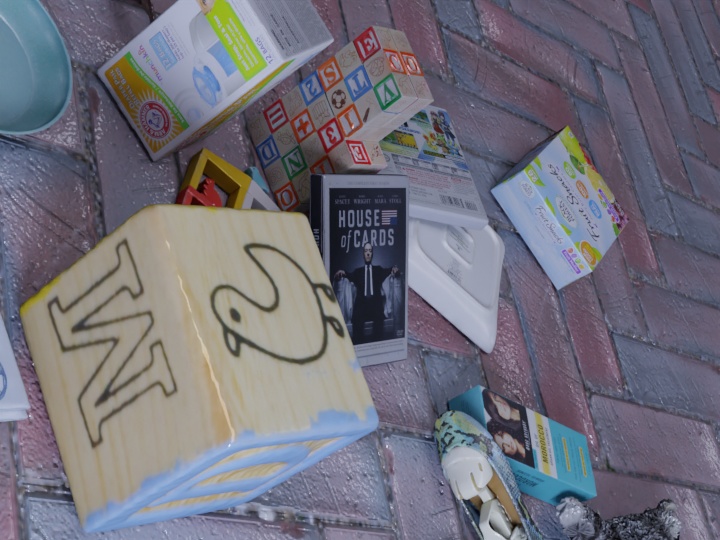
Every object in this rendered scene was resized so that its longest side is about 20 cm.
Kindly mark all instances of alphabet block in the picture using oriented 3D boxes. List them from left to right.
[{"bbox_3d":[-0.135,0.080,1.121,0.195,0.196,0.202,1,63,-53],"label":"alphabet block"}]

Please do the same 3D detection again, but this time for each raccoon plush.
[{"bbox_3d":[0.317,0.293,1.608,0.200,0.096,0.134,52,27,-22],"label":"raccoon plush"}]

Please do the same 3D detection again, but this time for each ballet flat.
[{"bbox_3d":[0.135,0.243,1.439,0.201,0.074,0.074,57,34,2],"label":"ballet flat"}]

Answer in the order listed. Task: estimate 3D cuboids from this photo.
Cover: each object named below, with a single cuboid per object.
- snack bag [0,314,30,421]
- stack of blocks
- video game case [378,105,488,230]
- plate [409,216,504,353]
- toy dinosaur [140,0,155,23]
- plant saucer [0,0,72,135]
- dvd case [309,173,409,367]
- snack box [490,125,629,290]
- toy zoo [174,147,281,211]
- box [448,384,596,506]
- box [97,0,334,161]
[{"bbox_3d":[-0.356,0.035,1.029,0.199,0.021,0.190,-2,65,-53],"label":"snack bag"},{"bbox_3d":[-0.019,-0.155,1.446,0.058,0.199,0.116,-2,64,-52],"label":"stack of blocks"},{"bbox_3d":[0.052,-0.140,1.643,0.199,0.022,0.184,9,51,-37],"label":"video game case"},{"bbox_3d":[0.112,-0.028,1.662,0.199,0.032,0.201,41,37,-25],"label":"plate"},{"bbox_3d":[-0.209,-0.357,1.423,0.086,0.135,0.201,33,41,-31],"label":"toy dinosaur"},{"bbox_3d":[-0.349,-0.201,1.212,0.199,0.036,0.201,33,41,-33],"label":"plant saucer"},{"bbox_3d":[0.000,0.000,1.424,0.150,0.025,0.202,-5,97,-52],"label":"dvd case"},{"bbox_3d":[0.283,-0.090,1.896,0.169,0.067,0.200,55,36,-6],"label":"snack box"},{"bbox_3d":[-0.132,-0.037,1.370,0.131,0.020,0.201,40,38,-25],"label":"toy zoo"},{"bbox_3d":[0.187,0.205,1.558,0.199,0.049,0.083,27,44,-38],"label":"box"},{"bbox_3d":[-0.144,-0.210,1.332,0.113,0.199,0.101,58,35,-2],"label":"box"}]
